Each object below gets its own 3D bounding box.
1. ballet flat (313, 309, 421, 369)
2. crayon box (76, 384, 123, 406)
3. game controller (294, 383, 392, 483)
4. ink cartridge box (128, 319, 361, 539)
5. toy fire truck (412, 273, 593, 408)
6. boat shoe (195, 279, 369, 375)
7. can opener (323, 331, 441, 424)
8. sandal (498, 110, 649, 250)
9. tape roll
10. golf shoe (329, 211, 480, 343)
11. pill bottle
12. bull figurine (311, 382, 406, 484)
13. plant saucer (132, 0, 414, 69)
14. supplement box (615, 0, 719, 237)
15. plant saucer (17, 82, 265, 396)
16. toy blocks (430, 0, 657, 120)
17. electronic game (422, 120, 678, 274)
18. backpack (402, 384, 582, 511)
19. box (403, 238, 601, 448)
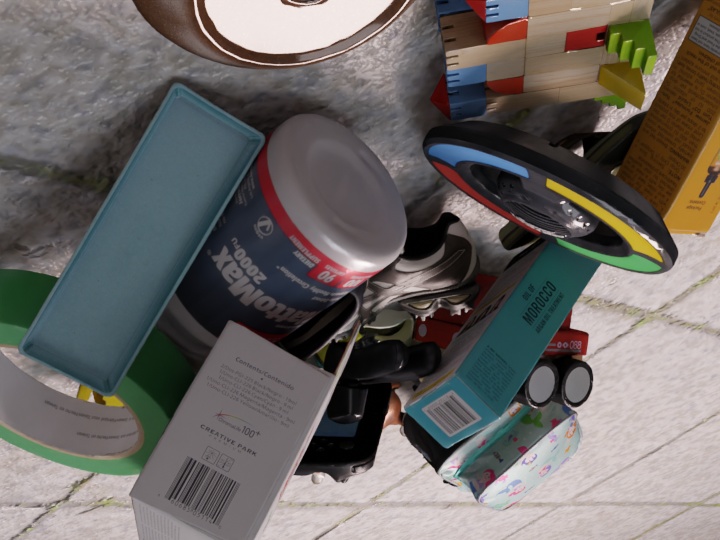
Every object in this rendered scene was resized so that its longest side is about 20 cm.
[{"bbox_3d":[0.045,0.069,1.104,0.200,0.067,0.067,6,122,-39],"label":"ballet flat"},{"bbox_3d":[-0.156,0.086,1.000,0.199,0.051,0.127,-6,148,-27],"label":"crayon box"},{"bbox_3d":[-0.029,0.140,1.066,0.104,0.200,0.042,9,107,5],"label":"game controller"},{"bbox_3d":[-0.082,0.121,0.808,0.084,0.176,0.200,27,156,3],"label":"ink cartridge box"},{"bbox_3d":[0.154,0.025,1.067,0.176,0.201,0.129,5,-176,-38],"label":"toy fire truck"},{"bbox_3d":[-0.076,0.054,0.899,0.200,0.063,0.073,-37,118,15],"label":"boat shoe"},{"bbox_3d":[0.020,0.082,0.954,0.063,0.079,0.200,-4,169,-22],"label":"can opener"},{"bbox_3d":[0.171,-0.078,0.937,0.080,0.057,0.201,-8,161,-34],"label":"sandal"},{"bbox_3d":[-0.221,0.080,0.842,0.200,0.048,0.201,12,142,9],"label":"tape roll"},{"bbox_3d":[0.000,0.000,0.954,0.199,0.078,0.095,-15,128,-6],"label":"golf shoe"},{"bbox_3d":[-0.075,-0.009,0.812,0.119,0.120,0.200,12,142,-46],"label":"pill bottle"},{"bbox_3d":[-0.038,0.176,1.228,0.200,0.065,0.121,-25,154,9],"label":"bull figurine"},{"bbox_3d":[-0.032,-0.176,0.643,0.200,0.037,0.201,-17,152,-9],"label":"plant saucer"},{"bbox_3d":[0.259,-0.124,0.828,0.066,0.069,0.200,2,120,-37],"label":"supplement box"},{"bbox_3d":[-0.141,-0.019,0.738,0.070,0.019,0.200,30,91,-19],"label":"plant saucer"},{"bbox_3d":[0.108,-0.158,0.725,0.136,0.100,0.200,-8,162,3],"label":"toy blocks"},{"bbox_3d":[0.135,-0.050,0.822,0.042,0.200,0.200,-62,148,-5],"label":"electronic game"},{"bbox_3d":[0.154,0.173,1.263,0.177,0.151,0.200,-40,159,-1],"label":"backpack"},{"bbox_3d":[0.118,0.048,0.916,0.200,0.049,0.082,-49,-176,-37],"label":"box"}]
